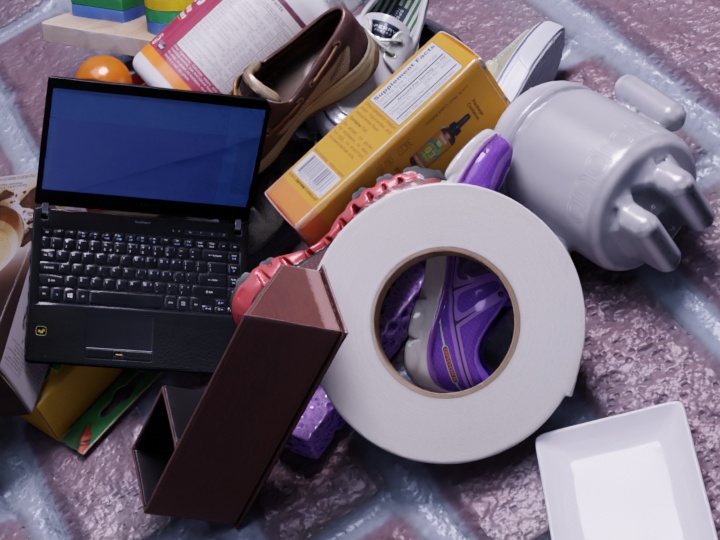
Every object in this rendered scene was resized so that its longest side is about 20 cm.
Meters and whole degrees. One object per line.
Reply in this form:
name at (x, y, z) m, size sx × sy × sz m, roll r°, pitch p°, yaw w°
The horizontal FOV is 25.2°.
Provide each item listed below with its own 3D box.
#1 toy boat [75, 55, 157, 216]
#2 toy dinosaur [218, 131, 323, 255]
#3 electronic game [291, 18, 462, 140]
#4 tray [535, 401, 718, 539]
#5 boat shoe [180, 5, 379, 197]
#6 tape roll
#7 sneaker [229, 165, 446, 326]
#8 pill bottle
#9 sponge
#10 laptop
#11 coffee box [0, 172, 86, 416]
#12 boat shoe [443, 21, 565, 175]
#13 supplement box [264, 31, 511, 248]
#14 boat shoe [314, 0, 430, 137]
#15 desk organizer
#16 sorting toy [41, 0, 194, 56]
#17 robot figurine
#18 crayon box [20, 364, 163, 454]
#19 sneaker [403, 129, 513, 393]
toy boat at (-0.217, -0.138, 1.460) m, size 0.130 × 0.131 × 0.201 m, roll -22°, pitch 43°, yaw 4°
toy dinosaur at (-0.088, -0.063, 1.353) m, size 0.200 × 0.077 × 0.102 m, roll -44°, pitch 54°, yaw -3°
electronic game at (0.008, -0.151, 1.436) m, size 0.199 × 0.042 × 0.201 m, roll -10°, pitch 53°, yaw 13°
tray at (0.180, 0.179, 1.060) m, size 0.107 × 0.022 × 0.201 m, roll -14°, pitch 45°, yaw 10°
boat shoe at (-0.079, -0.140, 1.301) m, size 0.200 × 0.072 × 0.072 m, roll -35°, pitch 56°, yaw 4°
tape roll at (0.062, 0.038, 1.153) m, size 0.201 × 0.037 × 0.204 m, roll -1°, pitch 85°, yaw 7°
sneaker at (0.000, 0.000, 1.233) m, size 0.200 × 0.071 × 0.098 m, roll -36°, pitch 44°, yaw -8°
pill bottle at (-0.090, -0.207, 1.388) m, size 0.200 × 0.110 × 0.110 m, roll -43°, pitch 45°, yaw 0°
sponge at (-0.025, 0.051, 1.269) m, size 0.111 × 0.030 × 0.200 m, roll 17°, pitch 57°, yaw 36°
laptop at (-0.165, -0.031, 1.254) m, size 0.176 × 0.103 × 0.201 m, roll 5°, pitch 73°, yaw -14°
coffee box at (-0.303, 0.019, 1.313) m, size 0.112 × 0.080 × 0.201 m, roll -6°, pitch 47°, yaw 19°
boat shoe at (0.106, -0.140, 1.356) m, size 0.062 × 0.072 × 0.200 m, roll 26°, pitch 64°, yaw 21°
supplement box at (0.023, -0.096, 1.294) m, size 0.200 × 0.067 × 0.069 m, roll -41°, pitch 43°, yaw 0°
boat shoe at (0.012, -0.191, 1.366) m, size 0.073 × 0.067 × 0.201 m, roll 20°, pitch 50°, yaw -3°
desk organizer at (-0.090, 0.087, 1.142) m, size 0.077 × 0.201 × 0.072 m, roll 11°, pitch 35°, yaw -27°
sorting toy at (-0.171, -0.268, 1.550) m, size 0.198 × 0.070 × 0.200 m, roll 13°, pitch 29°, yaw 33°
robot figurine at (0.177, -0.075, 1.237) m, size 0.170 × 0.113 × 0.200 m, roll -48°, pitch 47°, yaw -7°
crayon box at (-0.258, 0.060, 1.350) m, size 0.199 × 0.051 × 0.127 m, roll 23°, pitch 61°, yaw 38°
sneaker at (0.092, -0.004, 1.209) m, size 0.083 × 0.081 × 0.201 m, roll 10°, pitch 88°, yaw 16°
